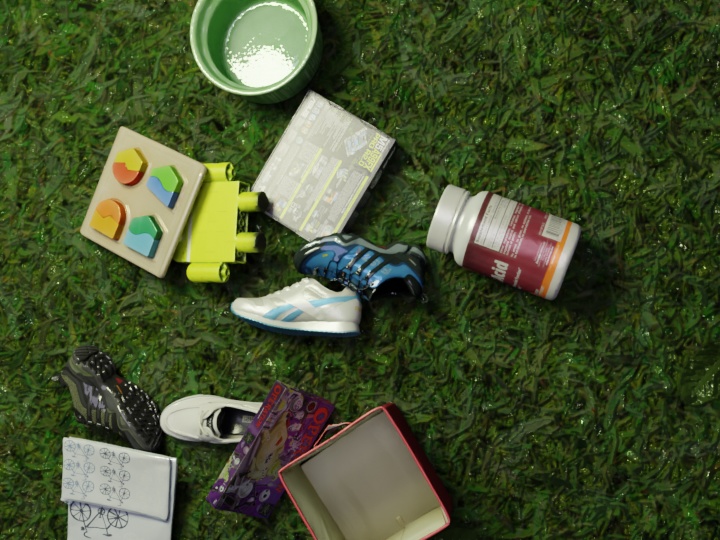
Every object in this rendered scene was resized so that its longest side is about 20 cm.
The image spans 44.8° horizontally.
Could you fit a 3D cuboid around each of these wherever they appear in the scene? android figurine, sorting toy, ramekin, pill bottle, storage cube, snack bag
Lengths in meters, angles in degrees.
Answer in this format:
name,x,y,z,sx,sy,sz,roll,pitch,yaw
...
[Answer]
name,x,y,z,sx,sy,sz,roll,pitch,yaw
android figurine,-0.233,-0.073,1.341,0.198,0.041,0.184,2,86,27
sorting toy,-0.344,-0.109,1.357,0.199,0.036,0.187,26,96,27
ramekin,-0.152,-0.355,1.344,0.198,0.098,0.202,-1,85,10
pill bottle,0.202,-0.044,1.248,0.198,0.114,0.115,21,89,11
storage cube,0.014,0.301,1.217,0.170,0.180,0.201,-32,80,2
snack bag,-0.374,0.363,1.340,0.186,0.021,0.202,9,102,11

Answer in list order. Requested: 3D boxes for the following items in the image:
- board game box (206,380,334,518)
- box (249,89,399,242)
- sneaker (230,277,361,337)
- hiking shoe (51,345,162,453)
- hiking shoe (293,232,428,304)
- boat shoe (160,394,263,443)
name,x,y,z,sx,sy,sz,roll,pitch,yaw
board game box,-0.130,0.266,1.283,0.032,0.120,0.201,32,92,38
box,-0.059,-0.149,1.339,0.159,0.044,0.201,31,92,10
sneaker,-0.096,0.054,1.319,0.198,0.077,0.082,4,79,3
hiking shoe,-0.392,0.214,1.363,0.101,0.076,0.200,-42,85,28
hiking shoe,0.000,0.000,1.270,0.198,0.075,0.087,2,52,-2
boat shoe,-0.215,0.230,1.324,0.198,0.066,0.073,4,86,10
